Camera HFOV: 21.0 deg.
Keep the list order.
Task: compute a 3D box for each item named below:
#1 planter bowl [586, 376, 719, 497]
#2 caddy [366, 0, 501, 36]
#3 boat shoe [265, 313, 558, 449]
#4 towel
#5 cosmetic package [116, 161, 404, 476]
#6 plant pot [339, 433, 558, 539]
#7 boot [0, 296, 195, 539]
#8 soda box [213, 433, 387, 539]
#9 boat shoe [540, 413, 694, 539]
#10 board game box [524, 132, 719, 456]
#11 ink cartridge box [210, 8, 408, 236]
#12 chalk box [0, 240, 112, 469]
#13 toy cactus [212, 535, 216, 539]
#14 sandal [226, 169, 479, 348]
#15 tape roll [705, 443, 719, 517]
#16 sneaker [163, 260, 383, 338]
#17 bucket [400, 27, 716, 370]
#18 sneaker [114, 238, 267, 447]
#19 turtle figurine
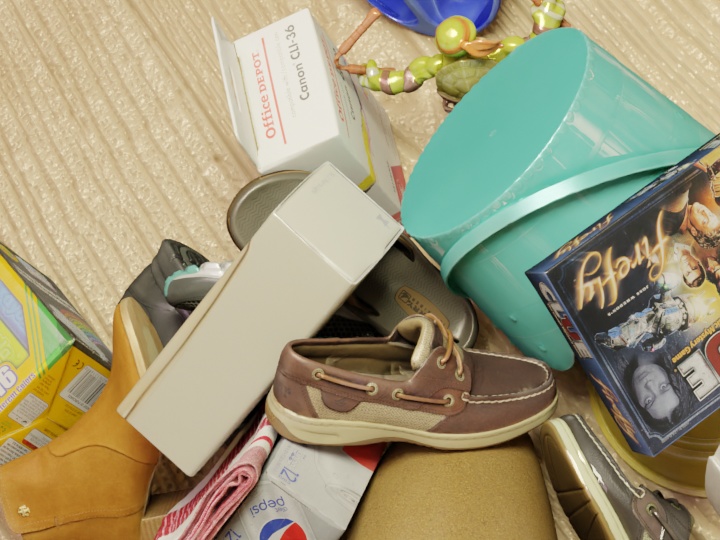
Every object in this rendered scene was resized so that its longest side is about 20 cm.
[{"bbox_3d":[0.235,0.043,1.293,0.199,0.083,0.202,-10,64,20],"label":"planter bowl"},{"bbox_3d":[0.043,-0.264,1.465,0.140,0.201,0.105,13,56,31],"label":"caddy"},{"bbox_3d":[0.039,0.066,1.247,0.198,0.073,0.072,1,31,-17],"label":"boat shoe"},{"bbox_3d":[-0.099,0.147,1.282,0.023,0.200,0.144,38,104,-4],"label":"towel"},{"bbox_3d":[-0.067,0.034,1.293,0.073,0.104,0.200,40,119,1],"label":"cosmetic package"},{"bbox_3d":[0.055,0.194,1.266,0.185,0.187,0.201,-7,47,22],"label":"plant pot"},{"bbox_3d":[-0.200,0.127,1.409,0.143,0.071,0.203,-11,106,9],"label":"boot"},{"bbox_3d":[-0.028,0.128,1.285,0.063,0.200,0.068,36,115,-1],"label":"soda box"},{"bbox_3d":[0.186,0.175,1.252,0.064,0.073,0.201,-28,82,-12],"label":"boat shoe"},{"bbox_3d":[0.218,0.002,1.205,0.199,0.035,0.136,-35,100,-13],"label":"board game box"},{"bbox_3d":[-0.032,-0.105,1.416,0.067,0.200,0.117,-23,59,14],"label":"ink cartridge box"},{"bbox_3d":[-0.284,0.059,1.503,0.124,0.124,0.200,-46,56,-1],"label":"chalk box"},{"bbox_3d":[-0.084,0.195,1.321,0.102,0.165,0.200,35,76,15],"label":"toy cactus"},{"bbox_3d":[0.000,0.000,1.346,0.200,0.055,0.082,38,85,-8],"label":"sandal"},{"bbox_3d":[0.323,0.132,1.141,0.202,0.203,0.140,-37,58,5],"label":"tape roll"},{"bbox_3d":[-0.048,0.049,1.398,0.198,0.078,0.092,13,83,1],"label":"sneaker"},{"bbox_3d":[0.133,-0.051,1.300,0.207,0.135,0.208,-43,22,22],"label":"bucket"},{"bbox_3d":[-0.121,0.073,1.461,0.091,0.076,0.201,-42,52,16],"label":"sneaker"},{"bbox_3d":[0.094,-0.141,1.397,0.198,0.161,0.065,-18,60,16],"label":"turtle figurine"}]
